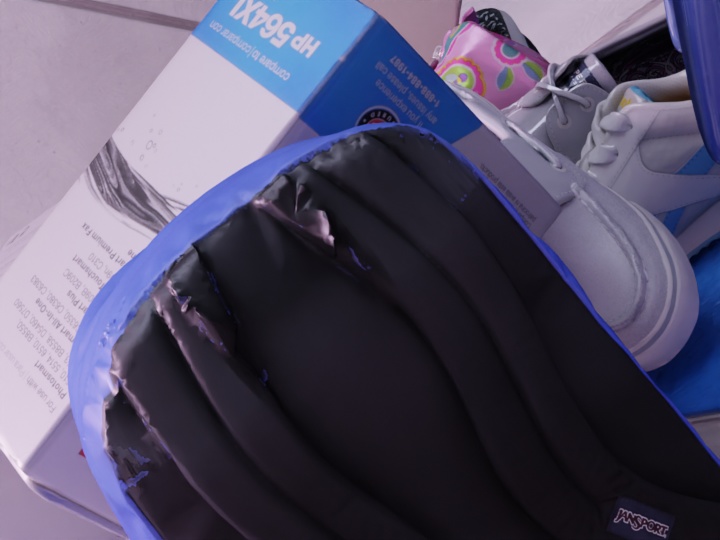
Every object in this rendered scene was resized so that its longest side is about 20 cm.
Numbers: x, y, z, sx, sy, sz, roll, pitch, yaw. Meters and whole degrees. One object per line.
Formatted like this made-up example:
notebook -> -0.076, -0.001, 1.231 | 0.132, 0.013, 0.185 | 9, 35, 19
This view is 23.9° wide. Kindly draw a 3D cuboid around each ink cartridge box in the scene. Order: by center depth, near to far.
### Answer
ink cartridge box -> -0.039, 0.005, 0.646 | 0.201, 0.146, 0.084 | -50, 48, 0

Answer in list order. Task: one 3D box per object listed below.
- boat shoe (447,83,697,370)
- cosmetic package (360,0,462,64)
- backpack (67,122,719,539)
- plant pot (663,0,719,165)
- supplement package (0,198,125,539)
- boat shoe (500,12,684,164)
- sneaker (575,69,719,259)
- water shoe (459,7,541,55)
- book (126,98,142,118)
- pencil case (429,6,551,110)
boat shoe -> 0.066, -0.030, 0.743 | 0.072, 0.068, 0.200 | -51, 47, 17
cosmetic package -> 0.016, -0.094, 1.050 | 0.072, 0.202, 0.104 | 8, 19, -1
backpack -> -0.001, 0.062, 0.540 | 0.162, 0.201, 0.168 | -42, 13, -14
plant pot -> 0.204, -0.172, 0.659 | 0.197, 0.202, 0.180 | -11, 17, 5
supplement package -> -0.144, 0.078, 0.762 | 0.119, 0.121, 0.201 | -24, 29, 52
boat shoe -> 0.116, -0.080, 0.847 | 0.198, 0.069, 0.072 | -21, 55, -8
sneaker -> 0.128, -0.039, 0.803 | 0.199, 0.081, 0.077 | -38, 14, 10
water shoe -> 0.109, -0.089, 1.058 | 0.071, 0.079, 0.201 | -36, 38, 22
book -> -0.102, -0.025, 1.101 | 0.134, 0.199, 0.048 | -51, 51, 15
pencil case -> 0.038, -0.046, 0.961 | 0.201, 0.087, 0.087 | -57, 14, -1
